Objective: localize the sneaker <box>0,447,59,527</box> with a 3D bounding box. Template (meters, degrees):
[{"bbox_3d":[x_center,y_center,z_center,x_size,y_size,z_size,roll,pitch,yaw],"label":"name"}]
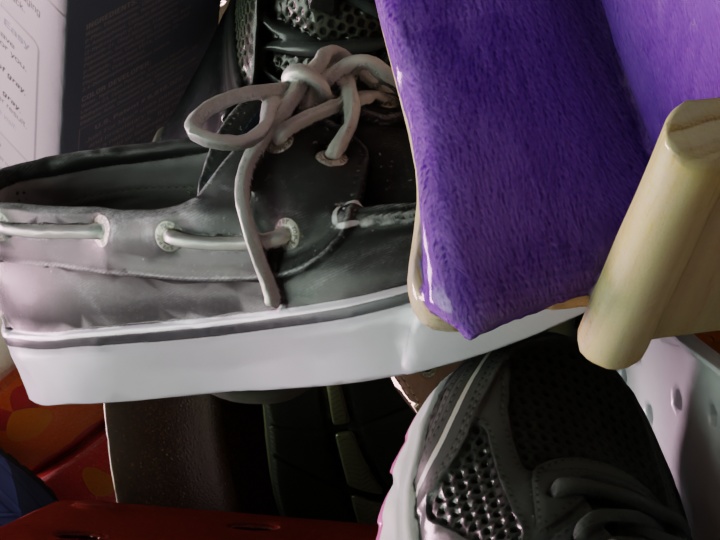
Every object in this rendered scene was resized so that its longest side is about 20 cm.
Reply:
[{"bbox_3d":[-0.103,0.135,0.871,0.075,0.200,0.079,-24,39,40],"label":"sneaker"}]

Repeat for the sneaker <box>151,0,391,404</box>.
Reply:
[{"bbox_3d":[-0.010,-0.068,0.685,0.114,0.076,0.200,80,-149,-74],"label":"sneaker"}]

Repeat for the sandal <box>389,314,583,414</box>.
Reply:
[{"bbox_3d":[0.031,0.028,0.668,0.080,0.057,0.202,14,-102,-79],"label":"sandal"}]

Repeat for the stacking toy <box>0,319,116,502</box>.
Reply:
[{"bbox_3d":[-0.079,0.062,0.927,0.200,0.146,0.146,48,180,-23],"label":"stacking toy"}]

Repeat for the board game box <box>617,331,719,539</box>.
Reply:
[{"bbox_3d":[0.094,0.120,0.577,0.200,0.026,0.201,-135,41,-69],"label":"board game box"}]

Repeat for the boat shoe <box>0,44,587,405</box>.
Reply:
[{"bbox_3d":[-0.011,-0.016,0.612,0.199,0.074,0.068,-7,110,40],"label":"boat shoe"}]

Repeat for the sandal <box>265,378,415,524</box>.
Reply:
[{"bbox_3d":[-0.001,0.001,0.807,0.057,0.079,0.202,-84,-4,-63],"label":"sandal"}]

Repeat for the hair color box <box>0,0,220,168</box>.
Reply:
[{"bbox_3d":[-0.088,-0.107,0.724,0.099,0.061,0.200,47,153,21],"label":"hair color box"}]

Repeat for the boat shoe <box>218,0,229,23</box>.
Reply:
[{"bbox_3d":[-0.030,-0.114,0.837,0.072,0.062,0.201,-14,-64,-80],"label":"boat shoe"}]

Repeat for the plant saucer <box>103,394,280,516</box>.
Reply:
[{"bbox_3d":[-0.030,0.057,0.890,0.200,0.032,0.201,-10,-90,-69],"label":"plant saucer"}]

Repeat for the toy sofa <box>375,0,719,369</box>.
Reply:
[{"bbox_3d":[0.048,-0.086,0.541,0.083,0.097,0.201,108,154,-59],"label":"toy sofa"}]

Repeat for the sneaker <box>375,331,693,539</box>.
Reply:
[{"bbox_3d":[0.062,0.086,0.516,0.086,0.080,0.200,-56,33,39],"label":"sneaker"}]

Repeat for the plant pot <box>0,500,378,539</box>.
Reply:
[{"bbox_3d":[-0.043,0.163,0.728,0.200,0.199,0.177,-16,-69,-80],"label":"plant pot"}]
